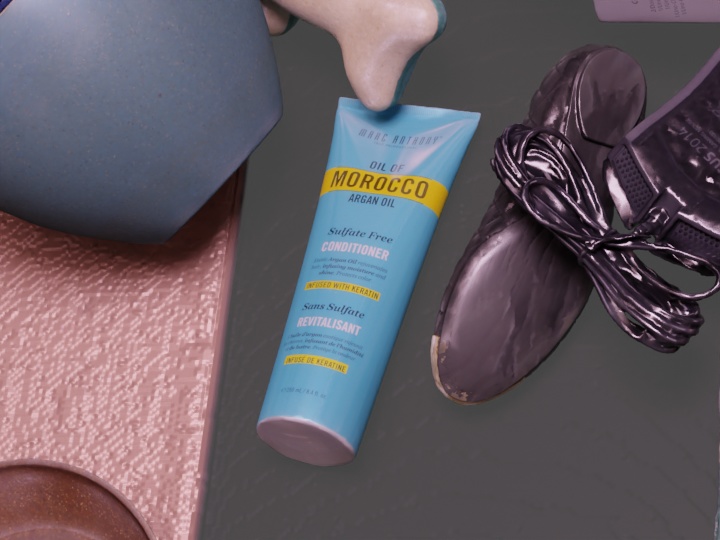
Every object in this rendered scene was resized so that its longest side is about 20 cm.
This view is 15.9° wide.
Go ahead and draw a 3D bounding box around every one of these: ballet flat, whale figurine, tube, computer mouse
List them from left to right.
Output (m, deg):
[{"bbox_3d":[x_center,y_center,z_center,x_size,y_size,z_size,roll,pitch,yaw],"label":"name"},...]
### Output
[{"bbox_3d":[-0.006,-0.181,1.349,0.104,0.159,0.200,-11,58,-39],"label":"whale figurine"},{"bbox_3d":[0.000,0.000,1.294,0.077,0.050,0.200,10,62,13],"label":"tube"},{"bbox_3d":[0.090,-0.021,1.281,0.066,0.057,0.200,29,76,-9],"label":"ballet flat"},{"bbox_3d":[0.172,-0.054,1.250,0.200,0.053,0.139,-35,71,-16],"label":"computer mouse"}]

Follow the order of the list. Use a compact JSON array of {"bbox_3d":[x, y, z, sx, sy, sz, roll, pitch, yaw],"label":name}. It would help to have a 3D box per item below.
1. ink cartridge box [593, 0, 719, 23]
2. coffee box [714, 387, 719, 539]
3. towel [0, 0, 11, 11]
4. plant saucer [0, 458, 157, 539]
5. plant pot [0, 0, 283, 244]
[{"bbox_3d":[0.170,-0.225,1.281,0.175,0.084,0.200,3,57,21],"label":"ink cartridge box"},{"bbox_3d":[0.263,0.091,1.166,0.199,0.044,0.123,-1,63,15],"label":"coffee box"},{"bbox_3d":[-0.280,-0.191,1.483,0.200,0.024,0.147,35,76,26],"label":"towel"},{"bbox_3d":[-0.170,0.191,1.237,0.200,0.037,0.201,-11,63,21],"label":"plant saucer"},{"bbox_3d":[-0.119,-0.092,1.307,0.135,0.200,0.200,43,80,-5],"label":"plant pot"}]
